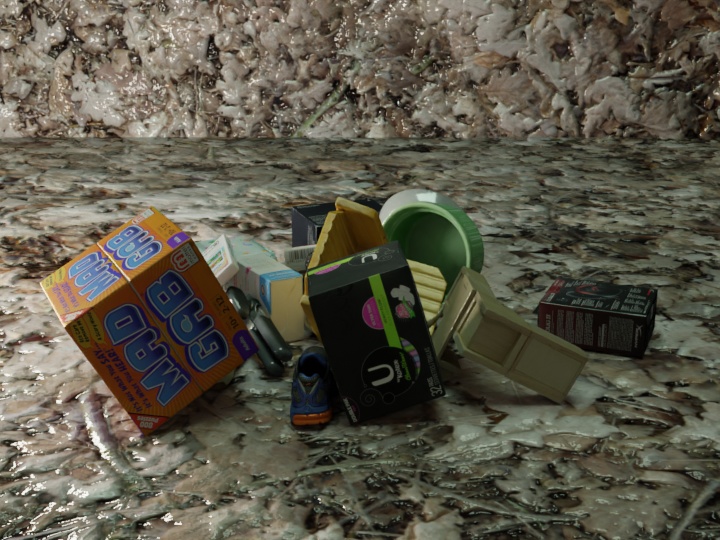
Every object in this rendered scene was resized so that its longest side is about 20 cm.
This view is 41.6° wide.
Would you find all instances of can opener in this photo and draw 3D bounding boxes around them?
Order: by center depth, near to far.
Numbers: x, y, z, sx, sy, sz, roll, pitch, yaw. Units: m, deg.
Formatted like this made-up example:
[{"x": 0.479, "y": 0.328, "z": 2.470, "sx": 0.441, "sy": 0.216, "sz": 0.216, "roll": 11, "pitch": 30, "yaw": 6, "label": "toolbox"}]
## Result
[{"x": -0.171, "y": 0.098, "z": 1.534, "sx": 0.066, "sy": 0.053, "sz": 0.200, "roll": 22, "pitch": 16, "yaw": -39, "label": "can opener"}]

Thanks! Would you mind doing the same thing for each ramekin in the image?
[{"x": 0.133, "y": -0.030, "z": 1.760, "sx": 0.197, "sy": 0.204, "sz": 0.097, "roll": 10, "pitch": 12, "yaw": 29, "label": "ramekin"}]

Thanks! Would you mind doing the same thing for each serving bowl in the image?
[{"x": 0.121, "y": -0.060, "z": 1.879, "sx": 0.197, "sy": 0.202, "sz": 0.066, "roll": 6, "pitch": 40, "yaw": 19, "label": "serving bowl"}]

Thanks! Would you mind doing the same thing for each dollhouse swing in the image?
[{"x": 0.030, "y": 0.020, "z": 1.519, "sx": 0.173, "sy": 0.183, "sz": 0.202, "roll": 9, "pitch": 60, "yaw": 20, "label": "dollhouse swing"}]

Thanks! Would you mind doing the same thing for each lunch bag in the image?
[{"x": -0.254, "y": -0.009, "z": 1.888, "sx": 0.158, "sy": 0.078, "sz": 0.200, "roll": -8, "pitch": 19, "yaw": -26, "label": "lunch bag"}]

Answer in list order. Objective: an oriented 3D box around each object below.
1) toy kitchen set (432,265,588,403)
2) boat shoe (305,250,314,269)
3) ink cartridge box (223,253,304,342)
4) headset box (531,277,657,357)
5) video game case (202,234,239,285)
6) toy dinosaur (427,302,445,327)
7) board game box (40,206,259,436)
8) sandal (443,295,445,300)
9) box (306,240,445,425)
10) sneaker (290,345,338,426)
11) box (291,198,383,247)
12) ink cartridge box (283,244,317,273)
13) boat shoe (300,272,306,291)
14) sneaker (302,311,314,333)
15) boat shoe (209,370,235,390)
[{"x": 0.205, "y": 0.128, "z": 1.449, "sx": 0.178, "sy": 0.165, "sz": 0.200, "roll": 25, "pitch": 15, "yaw": -11, "label": "toy kitchen set"}, {"x": 0.000, "y": 0.000, "z": 1.670, "sx": 0.197, "sy": 0.075, "sz": 0.060, "roll": 13, "pitch": -2, "yaw": -2, "label": "boat shoe"}, {"x": -0.173, "y": 0.041, "z": 1.664, "sx": 0.067, "sy": 0.117, "sz": 0.199, "roll": -10, "pitch": 20, "yaw": -30, "label": "ink cartridge box"}, {"x": 0.394, "y": 0.074, "z": 1.616, "sx": 0.197, "sy": 0.076, "sz": 0.148, "roll": 7, "pitch": 19, "yaw": 22, "label": "headset box"}, {"x": -0.295, "y": 0.034, "z": 1.649, "sx": 0.200, "sy": 0.024, "sz": 0.182, "roll": -43, "pitch": 22, "yaw": 2, "label": "video game case"}, {"x": 0.050, "y": 0.113, "z": 1.455, "sx": 0.197, "sy": 0.103, "sz": 0.058, "roll": -10, "pitch": 23, "yaw": -16, "label": "toy dinosaur"}, {"x": -0.301, "y": 0.065, "z": 1.348, "sx": 0.199, "sy": 0.201, "sz": 0.199, "roll": -37, "pitch": 29, "yaw": -14, "label": "board game box"}, {"x": 0.058, "y": 0.069, "z": 1.678, "sx": 0.197, "sy": 0.055, "sz": 0.080, "roll": -11, "pitch": -10, "yaw": 19, "label": "sandal"}, {"x": 0.020, "y": 0.085, "z": 1.336, "sx": 0.146, "sy": 0.203, "sz": 0.125, "roll": -18, "pitch": 18, "yaw": 1, "label": "box"}, {"x": -0.064, "y": 0.151, "z": 1.383, "sx": 0.074, "sy": 0.080, "sz": 0.200, "roll": 0, "pitch": 18, "yaw": -2, "label": "sneaker"}, {"x": -0.031, "y": -0.078, "z": 2.050, "sx": 0.197, "sy": 0.106, "sz": 0.182, "roll": -6, "pitch": 20, "yaw": -19, "label": "box"}, {"x": -0.051, "y": -0.018, "z": 1.805, "sx": 0.159, "sy": 0.051, "sz": 0.200, "roll": -8, "pitch": -5, "yaw": 4, "label": "ink cartridge box"}, {"x": -0.067, "y": 0.037, "z": 1.730, "sx": 0.197, "sy": 0.076, "sz": 0.068, "roll": -9, "pitch": -4, "yaw": 8, "label": "boat shoe"}, {"x": -0.006, "y": 0.084, "z": 1.611, "sx": 0.197, "sy": 0.076, "sz": 0.105, "roll": 11, "pitch": 32, "yaw": 18, "label": "sneaker"}, {"x": -0.218, "y": 0.115, "z": 1.503, "sx": 0.073, "sy": 0.076, "sz": 0.203, "roll": -1, "pitch": 18, "yaw": -3, "label": "boat shoe"}]
